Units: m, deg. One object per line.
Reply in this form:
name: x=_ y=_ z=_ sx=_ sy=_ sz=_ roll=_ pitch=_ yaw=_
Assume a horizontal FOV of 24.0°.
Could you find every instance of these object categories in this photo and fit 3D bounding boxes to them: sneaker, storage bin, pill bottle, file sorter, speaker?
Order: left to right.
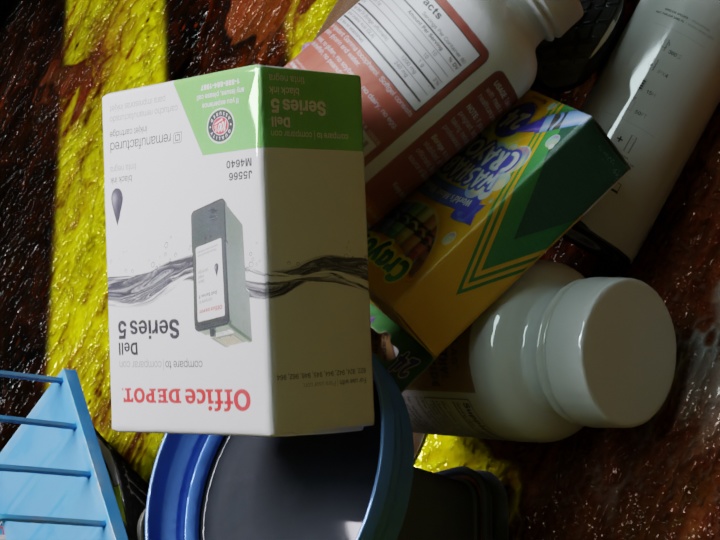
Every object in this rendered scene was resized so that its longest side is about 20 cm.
file sorter: x=-0.278 y=0.191 z=1.315 sx=0.139 sy=0.122 sz=0.201 roll=-49 pitch=48 yaw=31
sneaker: x=-0.221 y=0.189 z=1.398 sx=0.081 sy=0.074 sz=0.200 roll=-46 pitch=26 yaw=-8
storage bin: x=-0.022 y=0.175 z=1.095 sx=0.199 sy=0.134 sz=0.147 roll=-19 pitch=56 yaw=36
pill bottle: x=0.037 y=-0.126 z=1.055 sx=0.200 sy=0.112 sz=0.112 roll=-40 pitch=36 yaw=1
pill bottle: x=0.097 y=0.051 z=1.080 sx=0.199 sy=0.114 sz=0.115 roll=-2 pitch=62 yaw=50
sneaker: x=0.159 y=-0.167 z=1.179 sx=0.075 sy=0.088 sz=0.201 roll=-10 pitch=35 yaw=20
speaker: x=0.191 y=-0.109 z=1.118 sx=0.081 sy=0.081 sz=0.201 roll=22 pitch=82 yaw=55

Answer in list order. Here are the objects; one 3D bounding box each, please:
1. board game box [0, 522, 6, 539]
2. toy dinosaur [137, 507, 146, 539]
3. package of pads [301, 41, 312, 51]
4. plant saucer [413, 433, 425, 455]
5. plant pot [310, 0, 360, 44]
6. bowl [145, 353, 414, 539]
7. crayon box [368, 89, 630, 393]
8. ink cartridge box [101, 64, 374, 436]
board game box: x=-0.270 y=0.280 z=1.428 sx=0.199 sy=0.034 sz=0.127 roll=11 pitch=73 yaw=54
toy dinosaur: x=-0.123 y=0.132 z=1.334 sx=0.076 sy=0.102 sz=0.202 roll=6 pitch=75 yaw=4
package of pads: x=-0.026 y=-0.090 z=1.377 sx=0.120 sy=0.075 sz=0.202 roll=-1 pitch=63 yaw=49
plant saucer: x=-0.026 y=0.106 z=1.263 sx=0.200 sy=0.034 sz=0.202 roll=-32 pitch=41 yaw=33
plant pot: x=0.043 y=-0.138 z=1.245 sx=0.199 sy=0.200 sz=0.199 roll=-9 pitch=49 yaw=48
bowl: x=-0.049 y=0.128 z=1.017 sx=0.200 sy=0.039 sz=0.202 roll=-23 pitch=54 yaw=35
crayon box: x=0.058 y=-0.026 z=1.062 sx=0.200 sy=0.052 sz=0.126 roll=-44 pitch=28 yaw=-4
ink cartridge box: x=-0.072 y=-0.007 z=0.972 sx=0.145 sy=0.084 sz=0.202 roll=-4 pitch=87 yaw=45
